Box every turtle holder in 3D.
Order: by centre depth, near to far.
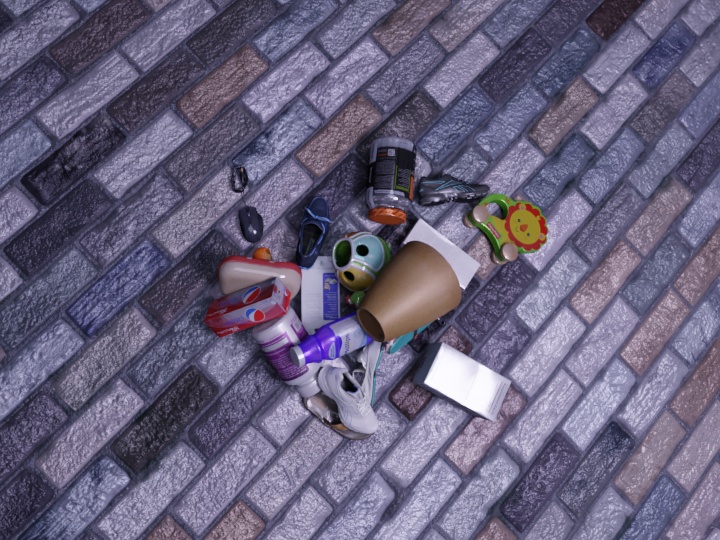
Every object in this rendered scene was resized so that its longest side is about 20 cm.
[{"bbox_3d":[-0.007,-0.005,1.345,0.131,0.140,0.188,21,83,-49],"label":"turtle holder"}]

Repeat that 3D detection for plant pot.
[{"bbox_3d":[0.092,0.066,1.249,0.199,0.186,0.187,-37,89,-26],"label":"plant pot"}]

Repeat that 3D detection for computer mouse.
[{"bbox_3d":[-0.284,-0.168,1.392,0.058,0.034,0.202,-14,84,-11],"label":"computer mouse"}]

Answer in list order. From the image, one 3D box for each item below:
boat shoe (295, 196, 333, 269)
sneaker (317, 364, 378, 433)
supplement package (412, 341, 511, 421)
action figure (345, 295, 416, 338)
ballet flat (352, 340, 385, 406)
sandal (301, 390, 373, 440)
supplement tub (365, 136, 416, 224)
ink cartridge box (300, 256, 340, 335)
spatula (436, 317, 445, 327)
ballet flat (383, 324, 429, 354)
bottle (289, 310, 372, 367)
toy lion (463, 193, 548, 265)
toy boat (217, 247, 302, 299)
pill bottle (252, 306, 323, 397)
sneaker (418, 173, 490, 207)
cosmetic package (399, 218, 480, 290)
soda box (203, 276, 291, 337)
[{"bbox_3d":[-0.109,-0.100,1.376,0.083,0.069,0.202,7,64,-5],"label":"boat shoe"},{"bbox_3d":[-0.018,0.303,1.286,0.201,0.087,0.075,53,56,-17],"label":"sneaker"},{"bbox_3d":[0.248,0.275,1.382,0.199,0.110,0.115,30,78,-4],"label":"supplement package"},{"bbox_3d":[0.040,0.135,1.387,0.199,0.065,0.100,31,69,-4],"label":"action figure"},{"bbox_3d":[0.016,0.237,1.348,0.069,0.069,0.203,8,104,-8],"label":"ballet flat"},{"bbox_3d":[-0.051,0.345,1.347,0.199,0.055,0.082,34,78,-3],"label":"sandal"},{"bbox_3d":[0.076,-0.226,1.418,0.121,0.123,0.203,8,80,-9],"label":"supplement tub"},{"bbox_3d":[-0.100,0.065,1.388,0.098,0.039,0.203,1,80,-9],"label":"ink cartridge box"},{"bbox_3d":[0.155,0.067,1.441,0.056,0.021,0.201,-39,91,-14],"label":"spatula"},{"bbox_3d":[0.113,0.132,1.348,0.064,0.076,0.199,37,49,27],"label":"ballet flat"},{"bbox_3d":[-0.063,0.159,1.263,0.198,0.065,0.084,-20,129,-29],"label":"bottle"},{"bbox_3d":[0.404,-0.124,1.497,0.191,0.069,0.201,-38,89,-20],"label":"toy lion"},{"bbox_3d":[-0.239,0.000,1.345,0.197,0.131,0.132,9,51,-8],"label":"toy boat"},{"bbox_3d":[-0.158,0.194,1.306,0.112,0.112,0.201,-34,107,-13],"label":"pill bottle"},{"bbox_3d":[0.248,-0.219,1.472,0.197,0.075,0.080,-6,81,-11],"label":"sneaker"},{"bbox_3d":[0.206,-0.039,1.450,0.199,0.051,0.083,37,75,-3],"label":"cosmetic package"},{"bbox_3d":[-0.260,0.086,1.285,0.198,0.070,0.064,-20,129,23],"label":"soda box"}]
